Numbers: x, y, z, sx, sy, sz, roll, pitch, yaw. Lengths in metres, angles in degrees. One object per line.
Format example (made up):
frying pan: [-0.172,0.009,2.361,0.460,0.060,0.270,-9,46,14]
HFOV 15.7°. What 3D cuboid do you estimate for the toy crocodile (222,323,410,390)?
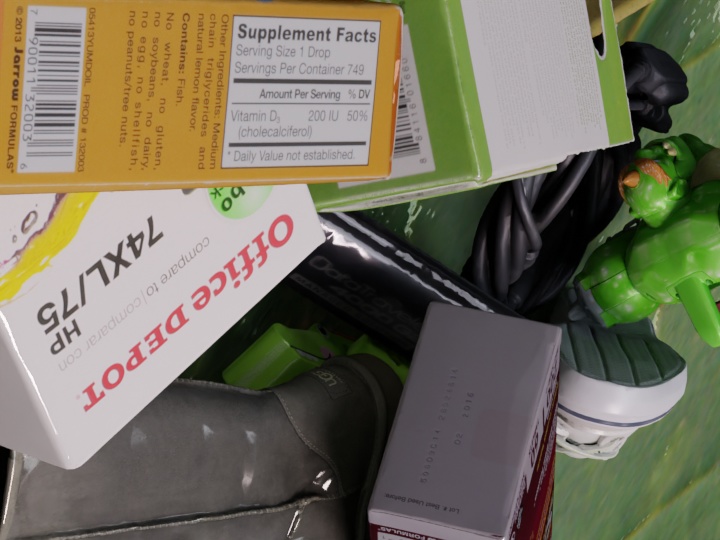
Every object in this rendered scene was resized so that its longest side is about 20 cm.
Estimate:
toy crocodile: [0.013,0.061,1.214,0.200,0.062,0.068,19,123,-44]

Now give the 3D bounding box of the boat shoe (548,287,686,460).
boat shoe: [0.115,0.061,1.258,0.200,0.073,0.067,-46,152,-78]

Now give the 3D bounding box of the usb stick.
usb stick: [0.000,0.000,1.139,0.200,0.055,0.033,33,46,-27]

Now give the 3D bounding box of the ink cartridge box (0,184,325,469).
ink cartridge box: [-0.134,-0.062,0.940,0.147,0.146,0.200,-44,131,-30]

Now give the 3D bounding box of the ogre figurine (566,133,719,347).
ogre figurine: [0.177,-0.025,1.231,0.120,0.200,0.098,-34,113,-46]

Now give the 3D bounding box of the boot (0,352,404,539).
boot: [-0.081,0.115,1.086,0.200,0.073,0.182,-9,113,-43]

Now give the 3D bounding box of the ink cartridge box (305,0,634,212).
ink cartridge box: [0.038,-0.108,1.057,0.200,0.076,0.148,-15,95,-66]

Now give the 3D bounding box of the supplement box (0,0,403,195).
supplement box: [-0.076,-0.060,0.844,0.200,0.066,0.069,-1,100,-48]

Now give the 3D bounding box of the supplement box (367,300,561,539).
supplement box: [0.047,0.116,1.141,0.200,0.061,0.109,87,17,-56]

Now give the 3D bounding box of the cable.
cable: [0.086,-0.038,1.225,0.163,0.051,0.200,-56,170,14]

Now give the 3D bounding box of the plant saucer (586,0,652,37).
plant saucer: [0.030,-0.176,1.131,0.200,0.048,0.200,-33,107,-38]
